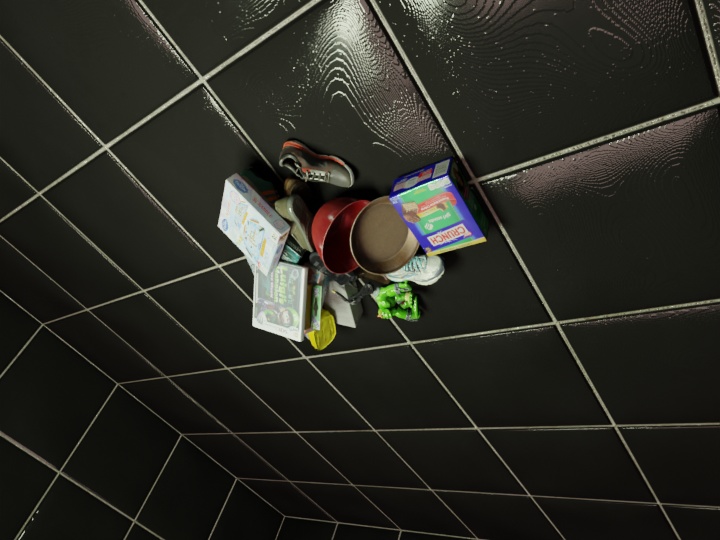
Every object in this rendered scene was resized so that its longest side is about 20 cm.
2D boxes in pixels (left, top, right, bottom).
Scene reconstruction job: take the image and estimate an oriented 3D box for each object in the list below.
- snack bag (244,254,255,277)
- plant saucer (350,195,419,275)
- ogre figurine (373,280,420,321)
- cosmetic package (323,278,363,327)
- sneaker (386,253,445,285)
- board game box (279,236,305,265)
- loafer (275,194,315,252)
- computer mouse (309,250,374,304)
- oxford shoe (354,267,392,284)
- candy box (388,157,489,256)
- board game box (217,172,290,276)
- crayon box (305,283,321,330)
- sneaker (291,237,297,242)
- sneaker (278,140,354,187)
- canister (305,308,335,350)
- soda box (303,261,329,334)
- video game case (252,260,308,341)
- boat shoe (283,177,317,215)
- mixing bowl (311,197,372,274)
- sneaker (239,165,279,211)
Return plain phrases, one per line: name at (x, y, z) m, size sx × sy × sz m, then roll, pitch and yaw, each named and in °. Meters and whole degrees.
snack bag at (-0.256, -0.016, 1.661) m, size 0.184 × 0.022 × 0.204 m, roll 7°, pitch 131°, yaw 31°
plant saucer at (0.060, -0.091, 1.424) m, size 0.202 × 0.200 × 0.037 m, roll 51°, pitch 176°, yaw -30°
ogre figurine at (0.105, 0.090, 1.641) m, size 0.116 × 0.101 × 0.200 m, roll -3°, pitch 169°, yaw 15°
cosmetic package at (-0.063, 0.076, 1.729) m, size 0.099 × 0.072 × 0.203 m, roll 10°, pitch 140°, yaw 22°
sneaker at (0.130, -0.008, 1.495) m, size 0.196 × 0.080 × 0.086 m, roll -6°, pitch 158°, yaw 38°
board game box at (-0.250, -0.077, 1.556) m, size 0.199 × 0.028 × 0.136 m, roll 40°, pitch 145°, yaw -1°
loafer at (-0.160, -0.123, 1.453) m, size 0.068 × 0.077 × 0.202 m, roll 9°, pitch 148°, yaw 23°
computer mouse at (-0.059, 0.014, 1.558) m, size 0.197 × 0.047 × 0.141 m, roll 32°, pitch 145°, yaw -9°
oxford shoe at (0.000, 0.000, 1.602) m, size 0.195 × 0.086 × 0.073 m, roll 23°, pitch 141°, yaw 1°
candy box at (0.187, -0.143, 1.340) m, size 0.166 × 0.078 × 0.201 m, roll -16°, pitch 128°, yaw 36°
board game box at (-0.279, -0.114, 1.467) m, size 0.199 × 0.041 × 0.201 m, roll 44°, pitch 144°, yaw 8°
crayon box at (-0.203, 0.092, 1.600) m, size 0.195 × 0.051 × 0.130 m, roll 10°, pitch 102°, yaw 31°
sneaker at (-0.218, -0.026, 1.695) m, size 0.113 × 0.076 × 0.201 m, roll -16°, pitch 123°, yaw 43°
sneaker at (-0.112, -0.240, 1.390) m, size 0.195 × 0.083 × 0.078 m, roll 23°, pitch 142°, yaw 3°
canister at (-0.175, 0.136, 1.787) m, size 0.199 × 0.086 × 0.150 m, roll 39°, pitch 155°, yaw 28°
soda box at (-0.144, 0.077, 1.632) m, size 0.062 × 0.068 × 0.205 m, roll 25°, pitch 109°, yaw 23°
video game case at (-0.224, 0.075, 1.566) m, size 0.178 × 0.023 × 0.207 m, roll 12°, pitch 104°, yaw 31°
boat shoe at (-0.160, -0.166, 1.521) m, size 0.074 × 0.075 × 0.203 m, roll 40°, pitch 151°, yaw 33°
mixing bowl at (-0.052, -0.107, 1.449) m, size 0.108 × 0.199 × 0.203 m, roll 36°, pitch 152°, yaw 36°
sneaker at (-0.242, -0.190, 1.514) m, size 0.070 × 0.081 × 0.201 m, roll -11°, pitch 126°, yaw 49°
